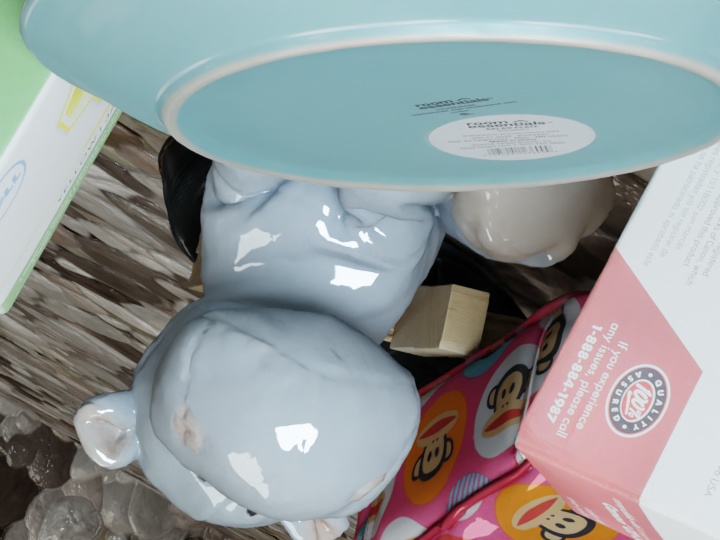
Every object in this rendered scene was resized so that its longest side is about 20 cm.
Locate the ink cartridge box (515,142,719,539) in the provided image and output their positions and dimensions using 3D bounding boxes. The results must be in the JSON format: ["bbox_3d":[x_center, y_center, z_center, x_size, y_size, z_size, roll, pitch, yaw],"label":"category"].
[{"bbox_3d":[0.157,0.043,0.600,0.200,0.117,0.068,24,168,28],"label":"ink cartridge box"}]

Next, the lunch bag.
[{"bbox_3d":[0.107,0.090,0.880,0.176,0.082,0.200,22,147,-21],"label":"lunch bag"}]

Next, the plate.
[{"bbox_3d":[0.022,-0.045,0.547,0.200,0.026,0.200,-1,168,0],"label":"plate"}]

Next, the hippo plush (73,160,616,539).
[{"bbox_3d":[-0.035,-0.003,0.760,0.159,0.161,0.200,32,169,-18],"label":"hippo plush"}]

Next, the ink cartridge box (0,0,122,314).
[{"bbox_3d":[-0.083,-0.078,0.587,0.048,0.146,0.200,29,169,3],"label":"ink cartridge box"}]

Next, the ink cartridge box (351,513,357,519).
[{"bbox_3d":[0.016,0.080,1.216,0.147,0.083,0.200,35,168,-24],"label":"ink cartridge box"}]

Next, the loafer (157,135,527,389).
[{"bbox_3d":[0.000,0.000,0.974,0.200,0.073,0.072,39,-173,-29],"label":"loafer"}]

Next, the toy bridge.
[{"bbox_3d":[0.030,0.019,0.909,0.200,0.027,0.067,14,173,-16],"label":"toy bridge"}]
